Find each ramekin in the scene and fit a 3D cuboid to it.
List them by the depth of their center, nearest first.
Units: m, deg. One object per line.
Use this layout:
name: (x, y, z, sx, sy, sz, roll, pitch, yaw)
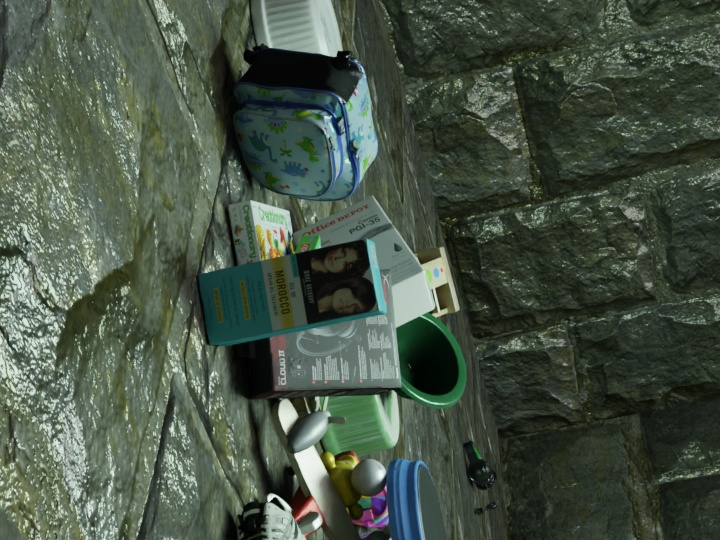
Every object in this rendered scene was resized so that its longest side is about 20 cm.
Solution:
ramekin: (-0.006, 0.186, 1.841, 0.200, 0.096, 0.203, -11, 90, -80)
ramekin: (-0.096, -0.374, 1.945, 0.200, 0.104, 0.203, -11, 90, -80)

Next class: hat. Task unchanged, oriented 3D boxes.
hat: (0.052, 0.167, 1.863, 0.198, 0.176, 0.168, 23, 49, -31)

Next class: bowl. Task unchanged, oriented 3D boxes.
bowl: (0.075, 0.330, 1.494, 0.201, 0.039, 0.204, -13, 90, -80)

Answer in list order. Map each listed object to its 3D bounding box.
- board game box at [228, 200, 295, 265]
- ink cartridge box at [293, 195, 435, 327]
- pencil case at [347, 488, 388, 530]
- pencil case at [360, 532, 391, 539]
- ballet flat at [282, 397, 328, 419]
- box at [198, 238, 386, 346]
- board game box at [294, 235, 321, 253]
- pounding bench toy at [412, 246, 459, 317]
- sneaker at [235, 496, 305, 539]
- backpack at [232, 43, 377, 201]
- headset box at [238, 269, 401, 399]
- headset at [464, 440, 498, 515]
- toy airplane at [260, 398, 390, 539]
board game box: (-0.122, -0.021, 1.607, 0.200, 0.034, 0.128, 3, 76, -80)
ink cartridge box: (0.000, 0.000, 1.786, 0.201, 0.145, 0.083, 57, -10, 46)
pencil case: (0.026, 0.360, 1.882, 0.200, 0.087, 0.090, 46, 34, -69)
pencil case: (0.043, 0.489, 1.822, 0.084, 0.084, 0.203, -6, 84, -68)
ballet flat: (-0.072, 0.123, 1.555, 0.071, 0.070, 0.203, -65, 153, -73)
box: (-0.076, 0.026, 1.353, 0.049, 0.197, 0.084, 21, 57, -78)
board game box: (-0.072, 0.073, 1.658, 0.135, 0.029, 0.202, -73, 161, -58)
pounding bench toy: (0.053, 0.047, 2.290, 0.155, 0.198, 0.126, -20, 97, -48)
sneaker: (-0.110, 0.292, 1.286, 0.200, 0.075, 0.089, 17, 48, -84)
backpack: (-0.077, -0.184, 1.662, 0.201, 0.181, 0.148, 73, 34, -45)
headset box: (-0.057, 0.077, 1.481, 0.077, 0.197, 0.151, -26, -113, 58)
headset: (0.327, 0.575, 3.387, 0.202, 0.093, 0.124, 67, 7, 30)
toy airplane: (-0.035, 0.271, 1.468, 0.200, 0.140, 0.201, 48, 22, -47)
